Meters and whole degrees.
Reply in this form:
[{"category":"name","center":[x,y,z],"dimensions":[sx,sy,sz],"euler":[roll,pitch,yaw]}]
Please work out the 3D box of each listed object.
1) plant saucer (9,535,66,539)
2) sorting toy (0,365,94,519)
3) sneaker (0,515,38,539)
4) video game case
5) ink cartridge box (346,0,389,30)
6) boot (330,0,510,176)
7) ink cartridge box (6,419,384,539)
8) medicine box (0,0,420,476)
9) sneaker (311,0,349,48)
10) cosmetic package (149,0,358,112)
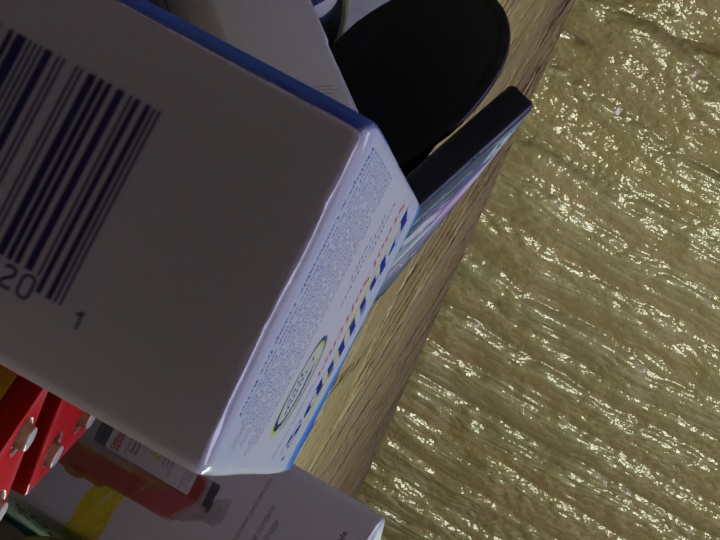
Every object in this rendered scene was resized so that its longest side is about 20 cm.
[{"category":"plant saucer","center":[-0.175,0.211,1.164],"dimensions":[0.200,0.048,0.200],"euler":[-41,146,0]},{"category":"sorting toy","center":[-0.144,0.022,0.987],"dimensions":[0.201,0.069,0.199],"euler":[-66,173,26]},{"category":"sneaker","center":[-0.149,0.128,1.293],"dimensions":[0.093,0.070,0.200],"euler":[-47,-172,30]},{"category":"video game case","center":[0.000,0.000,1.213],"dimensions":[0.143,0.019,0.200],"euler":[-42,173,-34]},{"category":"ink cartridge box","center":[-0.005,-0.142,1.334],"dimensions":[0.116,0.067,0.201],"euler":[-85,-167,-50]},{"category":"boot","center":[0.005,-0.061,1.241],"dimensions":[0.200,0.069,0.174],"euler":[-45,173,8]},{"category":"ink cartridge box","center":[-0.094,0.114,1.186],"dimensions":[0.084,0.199,0.145],"euler":[-58,173,-12]},{"category":"medicine box","center":[-0.088,-0.026,0.722],"dimensions":[0.104,0.181,0.200],"euler":[-62,174,-1]},{"category":"sneaker","center":[-0.043,-0.148,1.136],"dimensions":[0.085,0.075,0.201],"euler":[-47,157,-52]},{"category":"cosmetic package","center":[-0.063,-0.043,1.085],"dimensions":[0.201,0.051,0.152],"euler":[110,-32,-46]}]
